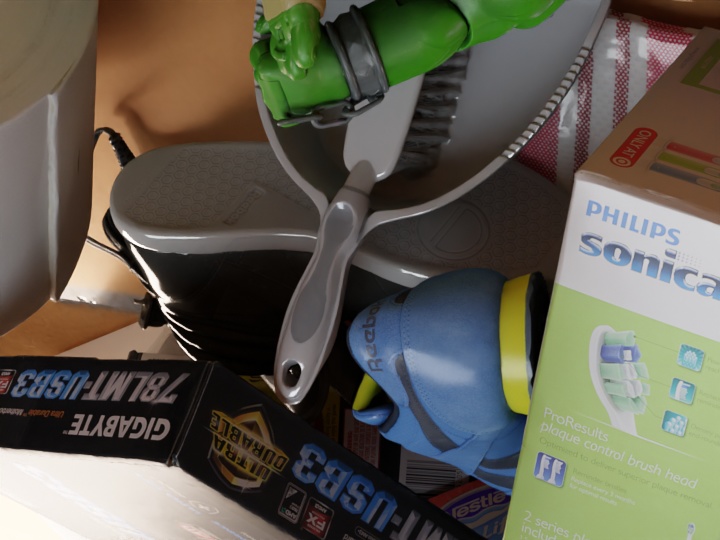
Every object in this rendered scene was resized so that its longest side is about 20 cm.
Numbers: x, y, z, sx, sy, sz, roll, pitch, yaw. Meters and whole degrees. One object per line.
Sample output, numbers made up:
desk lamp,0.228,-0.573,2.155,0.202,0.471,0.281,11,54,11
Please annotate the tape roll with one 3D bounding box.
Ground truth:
tape roll,-0.216,-0.076,0.857,0.201,0.203,0.140,24,141,11

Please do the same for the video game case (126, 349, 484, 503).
video game case,-0.028,0.135,0.983,0.179,0.026,0.201,3,120,1

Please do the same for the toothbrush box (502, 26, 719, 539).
toothbrush box,0.122,0.035,0.713,0.086,0.146,0.201,20,124,18

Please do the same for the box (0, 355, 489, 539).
box,-0.066,0.097,0.827,0.198,0.050,0.200,-2,151,45

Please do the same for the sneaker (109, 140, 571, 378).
sneaker,0.000,0.000,0.818,0.198,0.071,0.100,4,144,9

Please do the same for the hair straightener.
hair straightener,-0.076,-0.002,0.906,0.200,0.077,0.041,46,128,27

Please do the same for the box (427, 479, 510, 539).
box,0.073,0.161,0.921,0.199,0.103,0.095,-23,118,14

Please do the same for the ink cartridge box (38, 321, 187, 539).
ink cartridge box,-0.088,0.126,1.075,0.145,0.085,0.200,-21,118,45

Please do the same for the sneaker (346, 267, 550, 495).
sneaker,0.042,0.048,0.777,0.078,0.067,0.200,-3,161,11

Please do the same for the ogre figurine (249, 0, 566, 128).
ogre figurine,0.024,-0.139,0.658,0.098,0.119,0.202,-129,32,-59

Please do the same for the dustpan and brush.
dustpan and brush,0.007,-0.046,0.747,0.139,0.202,0.057,17,-176,19

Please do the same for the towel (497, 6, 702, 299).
towel,0.102,-0.038,0.795,0.199,0.030,0.147,14,122,22
